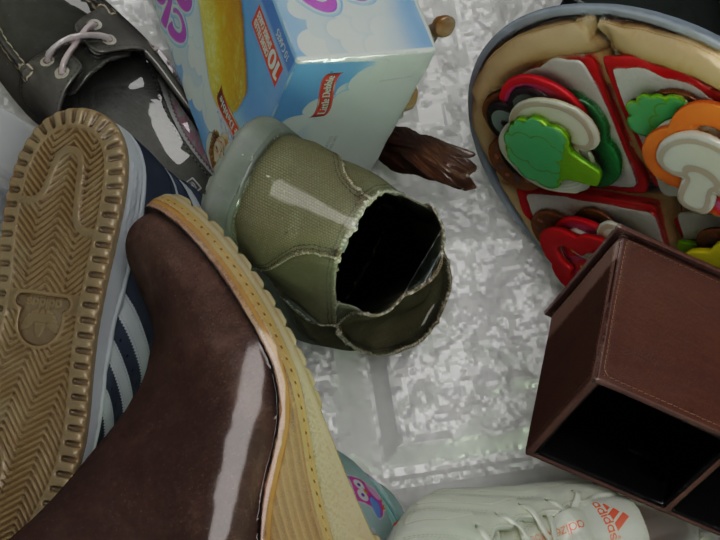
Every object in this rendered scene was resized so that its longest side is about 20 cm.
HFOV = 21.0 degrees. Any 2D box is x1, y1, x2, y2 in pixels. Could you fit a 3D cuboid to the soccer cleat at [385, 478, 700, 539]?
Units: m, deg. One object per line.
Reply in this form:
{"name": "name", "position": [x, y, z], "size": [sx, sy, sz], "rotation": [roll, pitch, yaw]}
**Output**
{"name": "soccer cleat", "position": [0.074, 0.115, 0.797], "size": [0.077, 0.200, 0.070], "rotation": [-20, 80, 29]}

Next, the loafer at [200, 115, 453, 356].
{"name": "loafer", "position": [0.000, 0.000, 0.812], "size": [0.069, 0.200, 0.076], "rotation": [26, 87, 25]}

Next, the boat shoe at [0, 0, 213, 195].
{"name": "boat shoe", "position": [-0.099, -0.067, 0.875], "size": [0.067, 0.057, 0.200], "rotation": [-41, 92, -19]}

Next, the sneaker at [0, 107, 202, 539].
{"name": "sneaker", "position": [-0.112, 0.043, 0.799], "size": [0.070, 0.108, 0.201], "rotation": [12, 83, 22]}

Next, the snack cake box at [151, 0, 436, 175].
{"name": "snack cake box", "position": [-0.045, -0.140, 0.853], "size": [0.067, 0.115, 0.201], "rotation": [-8, 62, -26]}

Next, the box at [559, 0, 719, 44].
{"name": "box", "position": [0.186, -0.079, 0.870], "size": [0.200, 0.149, 0.125], "rotation": [36, 72, 3]}

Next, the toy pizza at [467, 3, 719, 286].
{"name": "toy pizza", "position": [0.127, -0.029, 0.828], "size": [0.200, 0.200, 0.032], "rotation": [36, 61, 4]}

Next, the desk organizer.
{"name": "desk organizer", "position": [0.173, 0.067, 0.807], "size": [0.199, 0.072, 0.077], "rotation": [23, 52, -9]}

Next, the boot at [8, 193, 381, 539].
{"name": "boot", "position": [-0.090, 0.085, 0.701], "size": [0.166, 0.072, 0.201], "rotation": [-23, 76, -12]}

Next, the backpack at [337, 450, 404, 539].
{"name": "backpack", "position": [-0.045, 0.167, 0.790], "size": [0.166, 0.126, 0.201], "rotation": [-13, 73, 23]}

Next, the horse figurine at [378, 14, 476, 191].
{"name": "horse figurine", "position": [0.002, -0.130, 0.892], "size": [0.050, 0.132, 0.201], "rotation": [-11, 91, -20]}

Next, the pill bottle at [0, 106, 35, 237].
{"name": "pill bottle", "position": [-0.203, 0.027, 0.823], "size": [0.119, 0.120, 0.201], "rotation": [17, 75, -1]}
